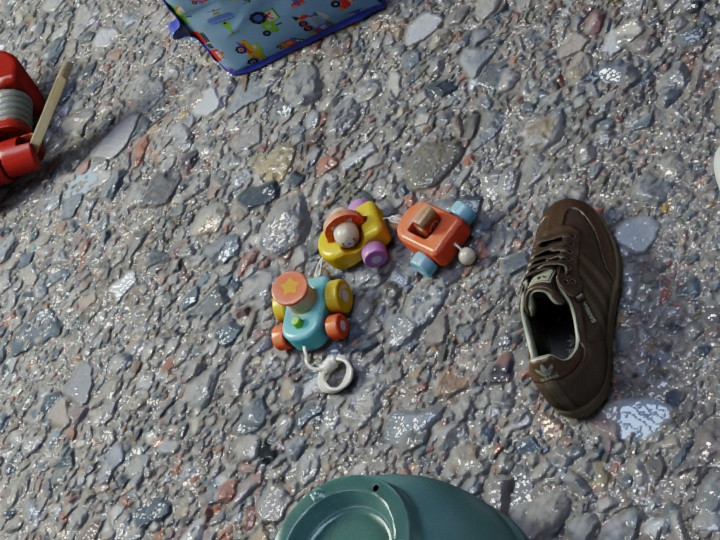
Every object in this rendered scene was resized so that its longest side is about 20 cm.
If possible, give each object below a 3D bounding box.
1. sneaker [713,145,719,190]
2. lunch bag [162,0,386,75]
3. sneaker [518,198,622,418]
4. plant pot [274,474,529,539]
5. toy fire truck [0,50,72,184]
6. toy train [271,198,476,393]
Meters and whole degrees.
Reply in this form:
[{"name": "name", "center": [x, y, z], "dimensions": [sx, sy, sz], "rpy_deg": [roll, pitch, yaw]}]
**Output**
[{"name": "sneaker", "center": [0.316, -0.046, 1.350], "dimensions": [0.070, 0.080, 0.201], "rpy_deg": [-38, 43, 10]}, {"name": "lunch bag", "center": [-0.102, -0.278, 1.781], "dimensions": [0.199, 0.151, 0.094], "rpy_deg": [-30, 45, 14]}, {"name": "sneaker", "center": [0.160, 0.013, 1.423], "dimensions": [0.070, 0.076, 0.201], "rpy_deg": [-19, 49, 24]}, {"name": "plant pot", "center": [0.015, 0.230, 1.328], "dimensions": [0.199, 0.134, 0.201], "rpy_deg": [-20, 49, 25]}, {"name": "toy fire truck", "center": [-0.373, -0.169, 1.937], "dimensions": [0.199, 0.129, 0.177], "rpy_deg": [-14, 50, 13]}, {"name": "toy train", "center": [0.000, 0.000, 1.567], "dimensions": [0.200, 0.056, 0.150], "rpy_deg": [-50, 43, -5]}]
